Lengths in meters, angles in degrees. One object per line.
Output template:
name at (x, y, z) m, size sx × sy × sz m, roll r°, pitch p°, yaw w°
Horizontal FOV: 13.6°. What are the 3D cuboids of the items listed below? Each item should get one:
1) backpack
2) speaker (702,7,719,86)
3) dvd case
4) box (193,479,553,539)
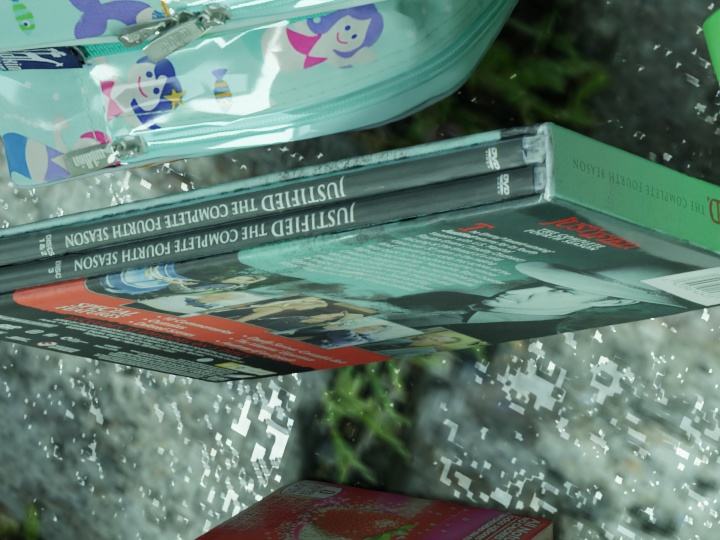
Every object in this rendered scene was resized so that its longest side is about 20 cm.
backpack at (-0.027, -0.117, 0.769) m, size 0.199 × 0.178 × 0.151 m, roll -16°, pitch 114°, yaw 27°
speaker at (0.167, 0.005, 0.744) m, size 0.088 × 0.088 × 0.200 m, roll -33°, pitch 87°, yaw 33°
dvd case at (0.000, 0.000, 0.801) m, size 0.199 × 0.146 × 0.022 m, roll -9°, pitch 77°, yaw 33°
box at (-0.028, 0.139, 0.830) m, size 0.095 × 0.200 × 0.100 m, roll 6°, pitch 108°, yaw 30°
